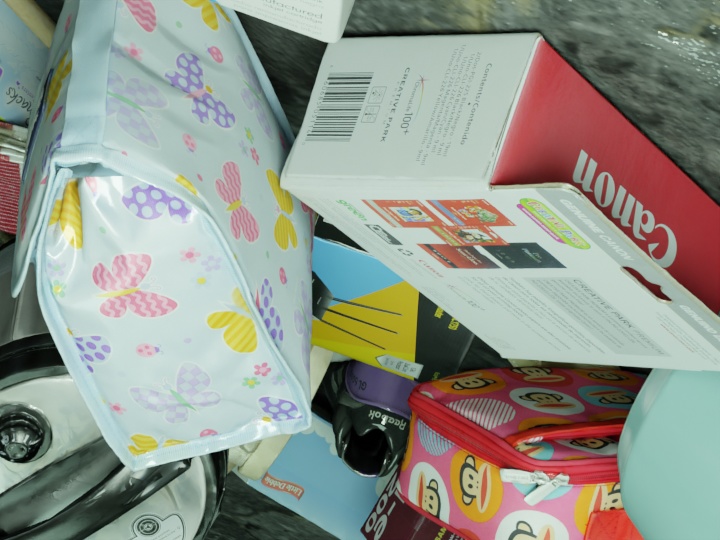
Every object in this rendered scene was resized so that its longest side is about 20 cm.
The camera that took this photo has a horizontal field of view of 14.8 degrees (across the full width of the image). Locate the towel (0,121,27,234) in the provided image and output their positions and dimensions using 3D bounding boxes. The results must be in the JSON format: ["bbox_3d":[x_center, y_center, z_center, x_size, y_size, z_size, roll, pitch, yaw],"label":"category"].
[{"bbox_3d":[-0.183,-0.043,1.499,0.199,0.023,0.144,13,161,4],"label":"towel"}]

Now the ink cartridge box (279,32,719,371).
[{"bbox_3d":[0.094,-0.030,1.333,0.175,0.084,0.200,3,156,41],"label":"ink cartridge box"}]

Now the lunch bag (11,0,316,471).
[{"bbox_3d":[-0.100,-0.036,1.318,0.126,0.170,0.201,-12,133,10],"label":"lunch bag"}]

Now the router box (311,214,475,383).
[{"bbox_3d":[0.000,0.000,1.579,0.148,0.051,0.200,19,162,1],"label":"router box"}]

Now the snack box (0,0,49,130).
[{"bbox_3d":[-0.252,-0.109,1.514,0.199,0.068,0.169,7,159,30],"label":"snack box"}]

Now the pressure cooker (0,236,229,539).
[{"bbox_3d":[-0.161,0.089,1.571,0.177,0.200,0.177,11,120,-8],"label":"pressure cooker"}]

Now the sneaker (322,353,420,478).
[{"bbox_3d":[0.002,0.094,1.801,0.075,0.088,0.200,20,163,-1],"label":"sneaker"}]

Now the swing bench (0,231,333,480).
[{"bbox_3d":[-0.142,0.046,1.752,0.198,0.130,0.200,26,162,-14],"label":"swing bench"}]

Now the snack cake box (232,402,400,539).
[{"bbox_3d":[-0.019,0.143,1.950,0.200,0.067,0.115,34,178,-35],"label":"snack cake box"}]

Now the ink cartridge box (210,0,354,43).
[{"bbox_3d":[-0.048,-0.173,1.092,0.115,0.068,0.200,19,162,4],"label":"ink cartridge box"}]

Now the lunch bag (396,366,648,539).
[{"bbox_3d":[0.137,0.115,1.560,0.199,0.083,0.176,-2,-163,-33],"label":"lunch bag"}]

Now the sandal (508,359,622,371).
[{"bbox_3d":[0.124,0.101,1.714,0.077,0.070,0.212,14,161,20],"label":"sandal"}]

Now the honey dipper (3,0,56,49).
[{"bbox_3d":[-0.147,-0.105,1.464,0.038,0.038,0.200,8,157,34],"label":"honey dipper"}]

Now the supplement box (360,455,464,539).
[{"bbox_3d":[0.112,0.171,1.822,0.199,0.109,0.061,24,-168,-32],"label":"supplement box"}]

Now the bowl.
[{"bbox_3d":[0.206,0.087,1.425,0.105,0.201,0.201,33,169,24],"label":"bowl"}]
